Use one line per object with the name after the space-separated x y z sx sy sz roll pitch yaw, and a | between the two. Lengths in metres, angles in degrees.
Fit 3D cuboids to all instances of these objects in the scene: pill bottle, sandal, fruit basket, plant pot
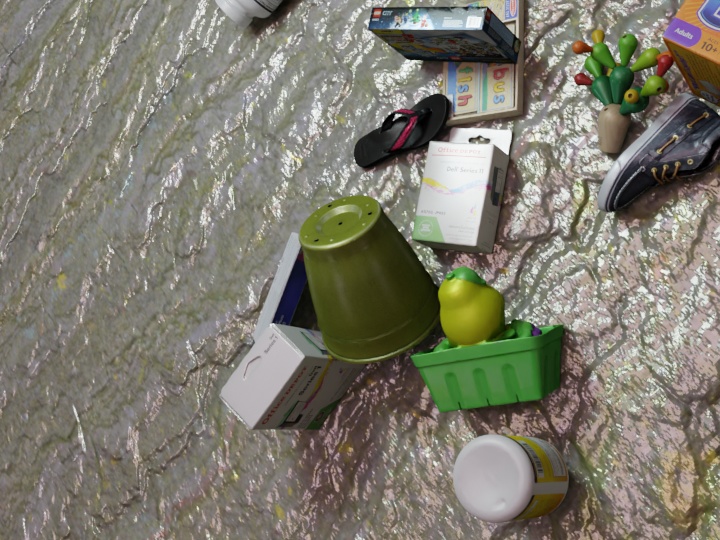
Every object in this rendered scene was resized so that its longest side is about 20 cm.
0.209 0.276 1.207 0.109 0.200 0.110 -7 76 29 | pill bottle
0.060 -0.228 1.487 0.199 0.045 0.075 -26 62 31 | sandal
0.175 0.091 1.294 0.215 0.155 0.217 2 95 28 | fruit basket
0.000 0.000 1.350 0.199 0.193 0.201 -17 33 12 | plant pot
-0.176 -0.550 1.676 0.200 0.112 0.113 -44 61 16 | pill bottle

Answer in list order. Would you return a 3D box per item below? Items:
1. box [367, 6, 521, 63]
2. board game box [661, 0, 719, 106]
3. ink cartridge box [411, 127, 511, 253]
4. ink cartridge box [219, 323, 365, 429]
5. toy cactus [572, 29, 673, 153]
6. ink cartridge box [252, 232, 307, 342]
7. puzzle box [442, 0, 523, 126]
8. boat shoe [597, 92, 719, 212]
0.130 -0.365 1.404 0.199 0.136 0.038 10 87 32 | box
0.538 -0.301 1.135 0.200 0.200 0.200 37 99 31 | board game box
0.159 -0.134 1.407 0.117 0.067 0.201 7 83 32 | ink cartridge box
-0.102 0.171 1.417 0.084 0.200 0.145 41 101 27 | ink cartridge box
0.362 -0.250 1.282 0.200 0.102 0.166 38 128 57 | toy cactus
-0.120 0.038 1.481 0.043 0.200 0.197 21 91 -12 | ink cartridge box
0.197 -0.337 1.454 0.133 0.025 0.201 -5 77 30 | puzzle box
0.420 -0.146 1.248 0.200 0.071 0.091 -51 55 9 | boat shoe
